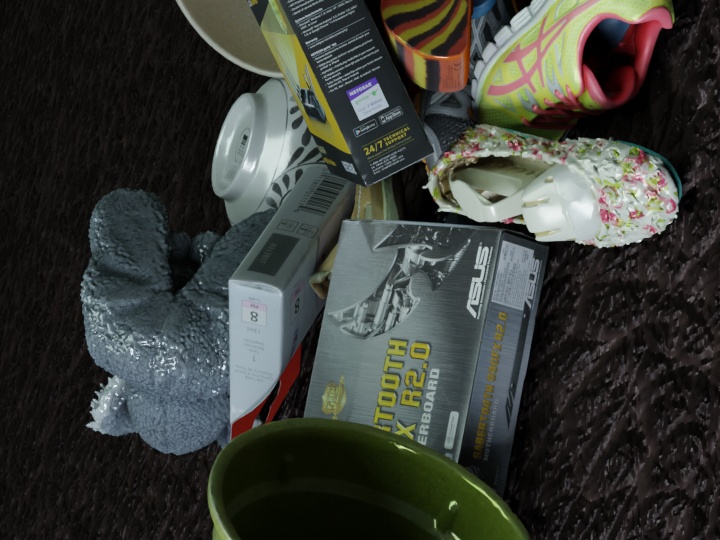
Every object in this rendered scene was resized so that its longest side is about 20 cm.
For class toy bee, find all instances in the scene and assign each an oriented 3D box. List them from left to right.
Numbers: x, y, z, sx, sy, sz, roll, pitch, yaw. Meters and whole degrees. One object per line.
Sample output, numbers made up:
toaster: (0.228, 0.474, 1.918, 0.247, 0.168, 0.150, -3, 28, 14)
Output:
toy bee: (0.040, -0.203, 1.352, 0.200, 0.108, 0.132, -64, -20, -52)

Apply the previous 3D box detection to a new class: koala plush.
koala plush: (-0.144, 0.070, 1.643, 0.185, 0.176, 0.201, -76, -6, -47)

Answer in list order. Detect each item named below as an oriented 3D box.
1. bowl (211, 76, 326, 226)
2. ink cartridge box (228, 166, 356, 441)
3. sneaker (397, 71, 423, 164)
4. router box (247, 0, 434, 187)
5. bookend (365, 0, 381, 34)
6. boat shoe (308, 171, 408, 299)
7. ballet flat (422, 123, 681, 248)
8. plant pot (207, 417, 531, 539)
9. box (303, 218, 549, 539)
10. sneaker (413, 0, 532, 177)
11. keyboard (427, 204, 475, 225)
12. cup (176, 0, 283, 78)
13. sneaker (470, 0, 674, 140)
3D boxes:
bowl: (-0.064, -0.091, 1.711, 0.201, 0.094, 0.202, -50, 32, 46)
ink cartridge box: (-0.050, 0.046, 1.560, 0.163, 0.057, 0.201, -59, -26, -51)
sneaker: (0.036, -0.126, 1.518, 0.200, 0.074, 0.081, 180, 104, -68)
router box: (-0.021, -0.141, 1.375, 0.158, 0.052, 0.200, 64, 175, -7)
bookend: (0.018, -0.296, 1.499, 0.091, 0.199, 0.201, -14, 53, 19)
boat shoe: (0.000, 0.000, 1.480, 0.072, 0.075, 0.201, 77, -172, -56)
ballet flat: (0.110, -0.044, 1.255, 0.199, 0.064, 0.076, 11, 126, 57)
plant pot: (-0.018, 0.219, 1.220, 0.201, 0.199, 0.185, -110, 35, -55)
box: (0.035, 0.070, 1.352, 0.158, 0.048, 0.202, 6, 83, 49)
sneaker: (0.095, -0.139, 1.389, 0.077, 0.078, 0.202, 9, 84, 61)
keyboard: (0.055, 0.027, 1.418, 0.104, 0.039, 0.201, -52, 32, 45)
cup: (-0.045, -0.276, 1.690, 0.143, 0.200, 0.201, -41, -9, -48)
sneaker: (0.132, -0.123, 1.291, 0.201, 0.078, 0.091, -62, 39, 45)
